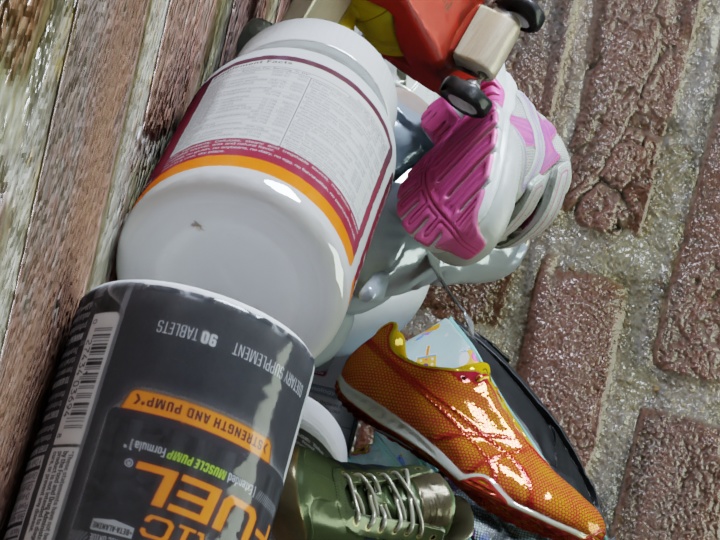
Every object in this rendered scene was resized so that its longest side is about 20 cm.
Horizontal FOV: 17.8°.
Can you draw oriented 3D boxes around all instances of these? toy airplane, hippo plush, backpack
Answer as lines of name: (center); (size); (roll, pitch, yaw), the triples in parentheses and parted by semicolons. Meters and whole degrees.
toy airplane: (-0.002, -0.176, 1.265); (0.200, 0.141, 0.200); (-18, 118, -42)
hippo plush: (0.000, 0.000, 1.422); (0.161, 0.159, 0.200); (-45, -136, 35)
backpack: (0.071, 0.139, 1.598); (0.176, 0.153, 0.200); (57, 8, -78)

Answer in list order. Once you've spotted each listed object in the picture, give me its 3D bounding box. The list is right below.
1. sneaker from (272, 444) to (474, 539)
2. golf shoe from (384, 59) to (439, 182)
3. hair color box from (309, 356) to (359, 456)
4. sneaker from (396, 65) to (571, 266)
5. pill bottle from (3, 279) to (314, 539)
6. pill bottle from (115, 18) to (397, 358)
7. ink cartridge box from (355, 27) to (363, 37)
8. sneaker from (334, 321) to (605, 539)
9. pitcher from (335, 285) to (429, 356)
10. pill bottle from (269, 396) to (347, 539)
sneaker: (0.011, 0.138, 1.379); (0.200, 0.090, 0.067); (43, 36, -66)
golf shoe: (0.021, -0.125, 1.580); (0.092, 0.075, 0.200); (77, 19, -48)
hair color box: (-0.063, 0.143, 1.630); (0.061, 0.099, 0.200); (96, 8, -57)
sneaker: (0.083, -0.053, 1.338); (0.081, 0.088, 0.200); (-39, -164, 27)
pill bottle: (-0.092, 0.114, 0.943); (0.106, 0.106, 0.201); (96, 9, -69)
pill bottle: (-0.042, -0.041, 1.114); (0.200, 0.109, 0.110); (-71, 174, -59)
ink cartridge box: (-0.027, -0.142, 1.524); (0.176, 0.045, 0.200); (-74, 176, -49)
sneaker: (0.075, 0.101, 1.436); (0.077, 0.200, 0.073); (-51, 164, -7)
pitcher: (-0.020, -0.002, 1.657); (0.200, 0.171, 0.122); (-28, 98, -62)
pill bottle: (-0.069, 0.161, 1.468); (0.200, 0.113, 0.114); (-68, 171, -66)
